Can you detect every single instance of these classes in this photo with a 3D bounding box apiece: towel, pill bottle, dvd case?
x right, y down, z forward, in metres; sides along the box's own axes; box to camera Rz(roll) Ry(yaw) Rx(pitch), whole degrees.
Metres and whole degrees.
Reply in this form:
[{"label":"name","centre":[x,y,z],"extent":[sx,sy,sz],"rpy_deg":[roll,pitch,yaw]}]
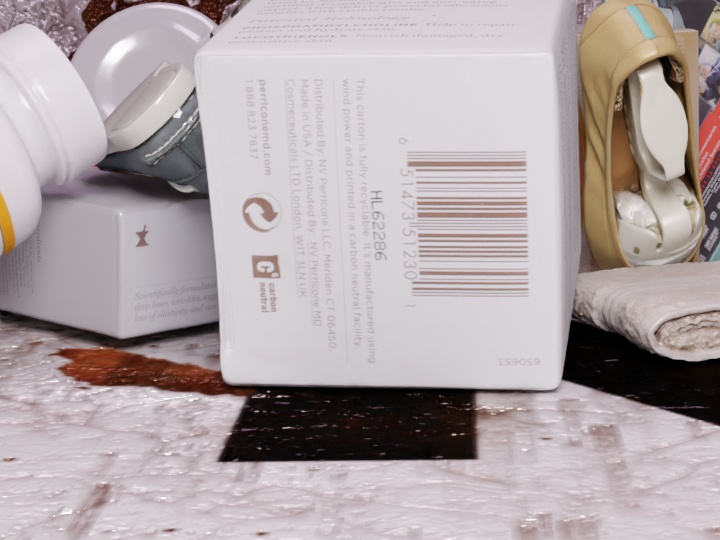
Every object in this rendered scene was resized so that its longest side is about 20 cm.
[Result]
[{"label":"towel","centre":[0.216,0.017,1.049],"extent":[0.199,0.035,0.133],"rpy_deg":[-5,9,-16]},{"label":"pill bottle","centre":[-0.114,-0.083,1.292],"extent":[0.112,0.112,0.200],"rpy_deg":[0,-18,7]},{"label":"pill bottle","centre":[-0.231,-0.041,0.998],"extent":[0.200,0.111,0.111],"rpy_deg":[-34,22,-21]},{"label":"dvd case","centre":[0.196,-0.103,1.243],"extent":[0.022,0.146,0.200],"rpy_deg":[12,23,-36]}]

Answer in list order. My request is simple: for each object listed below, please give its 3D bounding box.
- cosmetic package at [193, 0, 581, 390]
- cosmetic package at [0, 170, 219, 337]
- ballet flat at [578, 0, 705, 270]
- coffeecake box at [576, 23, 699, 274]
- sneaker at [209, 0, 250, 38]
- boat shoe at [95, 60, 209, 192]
[{"label":"cosmetic package","centre":[0.024,-0.052,0.996],"extent":[0.166,0.168,0.200],"rpy_deg":[0,19,9]},{"label":"cosmetic package","centre":[-0.156,-0.014,1.127],"extent":[0.101,0.074,0.200],"rpy_deg":[-9,14,-41]},{"label":"ballet flat","centre":[0.154,-0.051,1.078],"extent":[0.068,0.200,0.063],"rpy_deg":[-23,37,-8]},{"label":"coffeecake box","centre":[0.124,-0.074,1.239],"extent":[0.073,0.154,0.200],"rpy_deg":[-6,10,-25]},{"label":"sneaker","centre":[0.004,-0.153,1.222],"extent":[0.076,0.115,0.200],"rpy_deg":[44,15,27]},{"label":"boat shoe","centre":[-0.105,-0.071,1.084],"extent":[0.062,0.073,0.200],"rpy_deg":[42,-7,-12]}]
